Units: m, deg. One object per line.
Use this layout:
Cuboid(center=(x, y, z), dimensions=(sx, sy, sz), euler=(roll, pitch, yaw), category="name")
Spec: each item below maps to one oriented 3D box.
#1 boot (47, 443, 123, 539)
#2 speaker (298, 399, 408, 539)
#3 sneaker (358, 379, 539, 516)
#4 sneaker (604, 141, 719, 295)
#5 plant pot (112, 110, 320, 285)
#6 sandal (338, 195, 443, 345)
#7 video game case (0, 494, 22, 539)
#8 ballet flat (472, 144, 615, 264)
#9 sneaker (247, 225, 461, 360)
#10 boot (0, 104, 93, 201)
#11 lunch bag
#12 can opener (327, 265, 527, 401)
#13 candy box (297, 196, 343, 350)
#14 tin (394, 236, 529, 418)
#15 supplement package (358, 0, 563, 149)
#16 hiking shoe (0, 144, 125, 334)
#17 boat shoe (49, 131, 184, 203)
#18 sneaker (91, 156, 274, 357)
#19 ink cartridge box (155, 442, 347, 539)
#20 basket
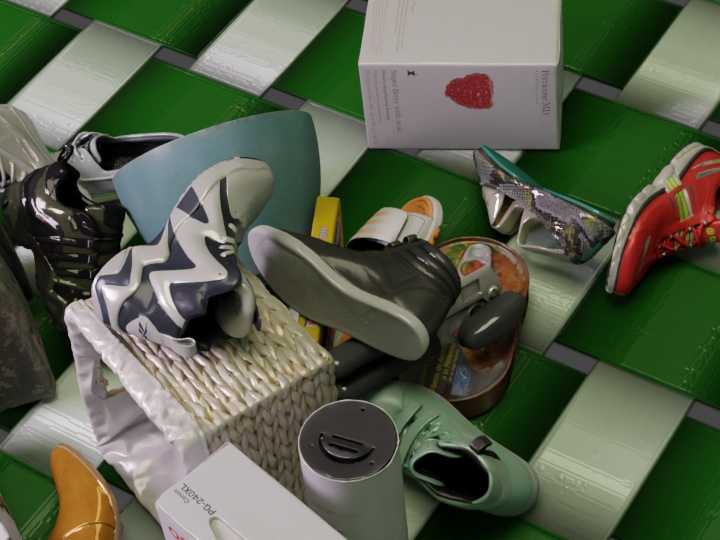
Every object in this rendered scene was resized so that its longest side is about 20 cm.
Cuboid(center=(-0.260, 0.248, 1.593), dimensions=(0.144, 0.071, 0.201), euler=(-30, 56, -19), category="boot")
Cuboid(center=(-0.003, 0.194, 1.521), dimensions=(0.081, 0.200, 0.081), euler=(-3, 48, 3), category="speaker")
Cuboid(center=(0.050, 0.143, 1.610), dimensions=(0.200, 0.118, 0.074), euler=(26, 92, 26), category="sneaker")
Cuboid(center=(0.302, -0.045, 1.790), dimensions=(0.085, 0.077, 0.200), euler=(30, 59, 20), category="sneaker")
Cuboid(center=(-0.119, -0.053, 1.788), dimensions=(0.199, 0.200, 0.135), euler=(-18, 83, -10), category="plant pot")
Cuboid(center=(0.015, -0.007, 1.775), dimensions=(0.079, 0.059, 0.207), euler=(-26, 30, 47), category="sandal")
Cuboid(center=(-0.401, 0.228, 1.611), dimensions=(0.200, 0.045, 0.181), euler=(-33, 50, -2), category="video game case")
Cuboid(center=(0.160, -0.059, 1.818), dimensions=(0.072, 0.072, 0.200), euler=(-31, 39, -20), category="ballet flat")
Cuboid(center=(0.000, 0.000, 1.658), dimensions=(0.200, 0.071, 0.099), euler=(28, 48, 24), category="sneaker")
Cuboid(center=(-0.339, -0.084, 1.856), dimensions=(0.200, 0.074, 0.095), euler=(51, 27, 22), category="boot")
Cuboid(center=(-0.370, 0.017, 1.750), dimensions=(0.117, 0.164, 0.200), euler=(-22, 50, -5), category="lunch bag")
Cuboid(center=(0.059, 0.059, 1.666), dimensions=(0.200, 0.054, 0.067), euler=(-29, 28, -28), category="can opener")
Cuboid(center=(-0.038, 0.039, 1.733), dimensions=(0.026, 0.102, 0.201), euler=(4, 49, 4), category="candy box")
Cuboid(center=(0.093, 0.052, 1.749), dimensions=(0.111, 0.042, 0.200), euler=(10, 50, 10), category="tin")
Cuboid(center=(0.106, -0.205, 1.922), dimensions=(0.199, 0.122, 0.120), euler=(0, 48, 8), category="supplement package")
Cuboid(center=(-0.256, -0.015, 1.766), dimensions=(0.200, 0.101, 0.076), euler=(57, 28, 5), category="hiking shoe")
Cuboid(center=(-0.260, -0.111, 1.912), dimensions=(0.200, 0.072, 0.070), euler=(-3, 48, 10), category="boat shoe")
Cuboid(center=(-0.109, -0.003, 1.541), dimensions=(0.129, 0.080, 0.199), euler=(31, 52, 26), category="sneaker")
Cuboid(center=(-0.072, 0.252, 1.479), dimensions=(0.083, 0.200, 0.145), euler=(-38, 55, -25), category="ink cartridge box")
Cuboid(center=(-0.127, 0.116, 1.611), dimensions=(0.160, 0.199, 0.200), euler=(-29, 50, -21), category="basket")
